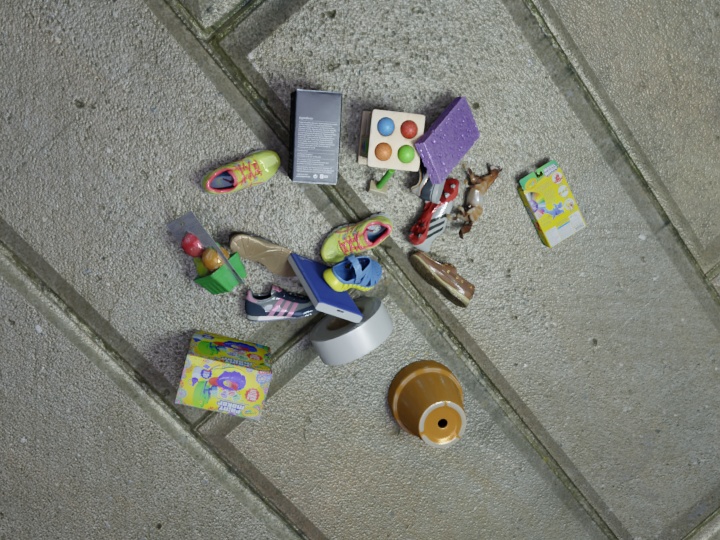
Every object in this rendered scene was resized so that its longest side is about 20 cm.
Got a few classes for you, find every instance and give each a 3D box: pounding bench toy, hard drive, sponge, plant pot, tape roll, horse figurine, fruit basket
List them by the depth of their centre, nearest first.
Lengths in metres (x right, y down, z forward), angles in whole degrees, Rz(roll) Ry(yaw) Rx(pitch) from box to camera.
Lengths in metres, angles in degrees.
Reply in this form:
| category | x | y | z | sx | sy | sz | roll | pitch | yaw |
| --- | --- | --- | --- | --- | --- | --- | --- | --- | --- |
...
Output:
| category | x | y | z | sx | sy | sz | roll | pitch | yaw |
| --- | --- | --- | --- | --- | --- | --- | --- | --- | --- |
| fruit basket | -0.354 | -0.044 | 1.472 | 0.094 | 0.185 | 0.201 | -38 | 104 | -31 |
| sponge | 0.206 | -0.305 | 1.481 | 0.200 | 0.030 | 0.112 | -51 | 125 | -31 |
| pounding bench toy | 0.067 | -0.268 | 1.494 | 0.123 | 0.156 | 0.202 | 3 | 102 | -11 |
| hard drive | -0.085 | 0.039 | 1.496 | 0.131 | 0.200 | 0.025 | 21 | 112 | -37 |
| tape roll | -0.022 | 0.145 | 1.550 | 0.201 | 0.202 | 0.071 | -29 | 105 | -2 |
| horse figurine | 0.280 | -0.178 | 1.592 | 0.132 | 0.050 | 0.202 | 7 | 99 | -50 |
| plant pot | 0.186 | 0.359 | 1.642 | 0.198 | 0.183 | 0.203 | -2 | 103 | -9 |

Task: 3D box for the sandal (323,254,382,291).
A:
| category | x | y | z | sx | sy | sz | roll | pitch | yaw |
| --- | --- | --- | --- | --- | --- | --- | --- | --- | --- |
| sandal | 0.000 | 0.000 | 1.532 | 0.087 | 0.199 | 0.080 | -45 | 74 | 27 |

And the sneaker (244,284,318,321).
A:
| category | x | y | z | sx | sy | sz | roll | pitch | yaw |
| --- | --- | --- | --- | --- | --- | --- | --- | --- | --- |
| sneaker | -0.188 | 0.075 | 1.571 | 0.198 | 0.070 | 0.083 | -6 | 107 | -10 |

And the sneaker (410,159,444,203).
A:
| category | x | y | z | sx | sy | sz | roll | pitch | yaw |
| --- | --- | --- | --- | --- | --- | --- | --- | --- | --- |
| sneaker | 0.182 | -0.269 | 1.553 | 0.079 | 0.078 | 0.202 | 18 | 80 | 19 |

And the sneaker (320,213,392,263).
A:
| category | x | y | z | sx | sy | sz | roll | pitch | yaw |
| --- | --- | --- | --- | --- | --- | --- | --- | --- | --- |
| sneaker | -0.008 | -0.078 | 1.551 | 0.199 | 0.090 | 0.079 | -30 | 108 | -1 |

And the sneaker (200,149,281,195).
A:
| category | x | y | z | sx | sy | sz | roll | pitch | yaw |
| --- | --- | --- | --- | --- | --- | --- | --- | --- | --- |
| sneaker | -0.275 | -0.221 | 1.479 | 0.198 | 0.090 | 0.079 | -25 | 104 | -5 |

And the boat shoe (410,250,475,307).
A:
| category | x | y | z | sx | sy | sz | roll | pitch | yaw |
| --- | --- | --- | --- | --- | --- | --- | --- | --- | --- |
| boat shoe | 0.212 | 0.012 | 1.633 | 0.200 | 0.072 | 0.068 | 40 | 73 | -12 |

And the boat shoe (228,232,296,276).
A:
| category | x | y | z | sx | sy | sz | roll | pitch | yaw |
| --- | --- | --- | --- | --- | --- | --- | --- | --- | --- |
| boat shoe | -0.229 | -0.045 | 1.540 | 0.199 | 0.065 | 0.072 | 21 | 107 | -32 |

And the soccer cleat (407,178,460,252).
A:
| category | x | y | z | sx | sy | sz | roll | pitch | yaw |
| --- | --- | --- | --- | --- | --- | --- | --- | --- | --- |
| soccer cleat | 0.192 | -0.139 | 1.598 | 0.085 | 0.068 | 0.201 | 40 | 79 | -47 |

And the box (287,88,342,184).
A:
| category | x | y | z | sx | sy | sz | roll | pitch | yaw |
| --- | --- | --- | --- | --- | --- | --- | --- | --- | --- |
| box | -0.107 | -0.306 | 1.459 | 0.106 | 0.148 | 0.202 | 1 | 103 | -10 |

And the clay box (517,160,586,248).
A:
| category | x | y | z | sx | sy | sz | roll | pitch | yaw |
| --- | --- | --- | --- | --- | --- | --- | --- | --- | --- |
| clay box | 0.490 | -0.174 | 1.646 | 0.114 | 0.048 | 0.201 | -30 | 105 | -2 |

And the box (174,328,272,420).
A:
| category | x | y | z | sx | sy | sz | roll | pitch | yaw |
| --- | --- | --- | --- | --- | --- | --- | --- | --- | --- |
| box | -0.323 | 0.247 | 1.523 | 0.198 | 0.193 | 0.123 | 15 | 100 | -13 |
